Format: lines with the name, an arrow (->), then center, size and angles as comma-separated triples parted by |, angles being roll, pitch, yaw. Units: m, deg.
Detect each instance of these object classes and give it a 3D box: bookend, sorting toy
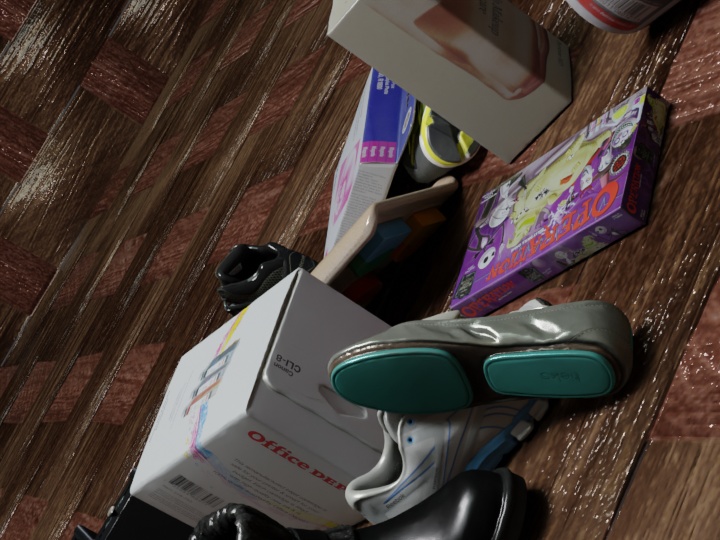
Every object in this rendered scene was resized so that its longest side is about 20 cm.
bookend -> -0.243, 0.282, 1.414 | 0.200, 0.092, 0.199 | -60, 18, -9
sorting toy -> 0.000, 0.000, 1.257 | 0.185, 0.036, 0.200 | -48, -9, 26

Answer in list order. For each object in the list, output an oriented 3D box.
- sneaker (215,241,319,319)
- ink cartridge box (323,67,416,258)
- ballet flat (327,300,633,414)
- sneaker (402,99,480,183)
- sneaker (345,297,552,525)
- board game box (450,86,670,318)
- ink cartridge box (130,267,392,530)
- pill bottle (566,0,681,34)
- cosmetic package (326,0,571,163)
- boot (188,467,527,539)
sneaker -> -0.118, 0.036, 1.466 | 0.199, 0.114, 0.076 | -42, 22, 43
ink cartridge box -> 0.010, -0.118, 1.403 | 0.196, 0.043, 0.200 | -83, 10, -54
ballet flat -> 0.078, 0.054, 0.913 | 0.200, 0.067, 0.064 | -4, 38, 21
sneaker -> 0.083, -0.168, 1.344 | 0.085, 0.074, 0.200 | -41, 21, 52
sneaker -> 0.062, 0.097, 0.957 | 0.200, 0.087, 0.075 | -56, 17, -1
board game box -> 0.148, -0.046, 1.064 | 0.200, 0.032, 0.120 | -34, 34, 49
ink cartridge box -> -0.062, 0.123, 1.132 | 0.200, 0.145, 0.145 | -35, 29, 47
pill bottle -> 0.241, -0.273, 1.050 | 0.200, 0.116, 0.116 | -35, 29, 48
cosmetic package -> 0.078, -0.197, 1.205 | 0.087, 0.200, 0.103 | -44, 24, 31
boot -> -0.010, 0.178, 0.894 | 0.211, 0.158, 0.079 | -50, 20, 22
